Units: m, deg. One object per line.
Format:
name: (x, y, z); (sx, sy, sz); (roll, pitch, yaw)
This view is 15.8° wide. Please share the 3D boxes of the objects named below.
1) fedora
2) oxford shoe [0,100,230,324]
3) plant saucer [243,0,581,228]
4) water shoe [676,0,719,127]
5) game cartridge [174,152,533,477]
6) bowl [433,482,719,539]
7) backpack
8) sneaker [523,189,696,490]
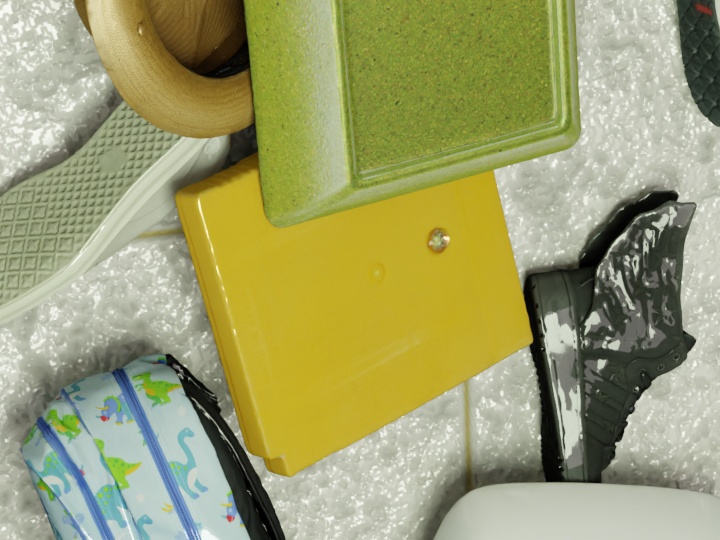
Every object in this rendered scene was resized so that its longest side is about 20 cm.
fedora: (-0.097, -0.171, 1.379); (0.200, 0.082, 0.202); (-8, 101, -48)
oxford shoe: (-0.147, -0.033, 1.436); (0.200, 0.075, 0.058); (-41, 148, 1)
plant saucer: (0.039, -0.129, 1.381); (0.199, 0.048, 0.201); (-16, 117, -22)
water shoe: (0.225, -0.180, 1.495); (0.079, 0.071, 0.201); (-21, 125, -22)
game cartridge: (0.000, 0.000, 1.463); (0.200, 0.032, 0.177); (-26, 112, -30)
bowl: (0.129, 0.227, 1.555); (0.199, 0.075, 0.201); (5, 125, -17)
backpack: (-0.106, 0.148, 1.453); (0.153, 0.163, 0.201); (-9, 101, -5)
sneaker: (0.157, 0.058, 1.548); (0.104, 0.060, 0.201); (-11, 105, -8)
